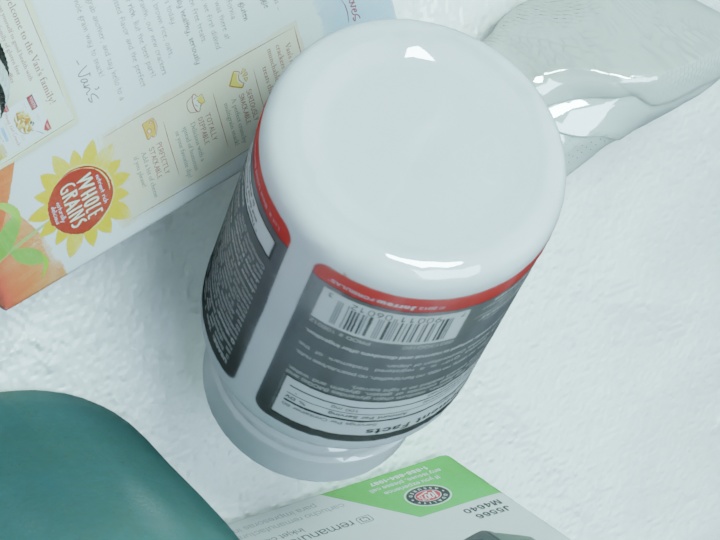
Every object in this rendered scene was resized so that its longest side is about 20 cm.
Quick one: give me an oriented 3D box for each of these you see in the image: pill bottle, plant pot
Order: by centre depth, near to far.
[{"bbox_3d":[0.000,0.000,1.055,0.116,0.116,0.200,-28,162,-26],"label":"pill bottle"},{"bbox_3d":[-0.113,0.170,1.067,0.200,0.161,0.201,-17,120,-31],"label":"plant pot"}]

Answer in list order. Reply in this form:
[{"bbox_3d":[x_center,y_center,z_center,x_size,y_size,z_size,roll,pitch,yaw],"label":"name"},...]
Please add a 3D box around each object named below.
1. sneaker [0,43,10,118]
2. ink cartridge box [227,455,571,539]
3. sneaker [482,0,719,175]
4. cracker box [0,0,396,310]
[{"bbox_3d":[-0.220,-0.101,0.915,0.200,0.115,0.075,52,36,-10],"label":"sneaker"},{"bbox_3d":[0.039,0.170,1.160,0.145,0.200,0.084,-15,119,-33],"label":"ink cartridge box"},{"bbox_3d":[0.075,-0.061,1.179,0.200,0.075,0.089,-21,135,-23],"label":"sneaker"},{"bbox_3d":[-0.086,-0.094,1.034,0.200,0.058,0.134,-31,128,-22],"label":"cracker box"}]
